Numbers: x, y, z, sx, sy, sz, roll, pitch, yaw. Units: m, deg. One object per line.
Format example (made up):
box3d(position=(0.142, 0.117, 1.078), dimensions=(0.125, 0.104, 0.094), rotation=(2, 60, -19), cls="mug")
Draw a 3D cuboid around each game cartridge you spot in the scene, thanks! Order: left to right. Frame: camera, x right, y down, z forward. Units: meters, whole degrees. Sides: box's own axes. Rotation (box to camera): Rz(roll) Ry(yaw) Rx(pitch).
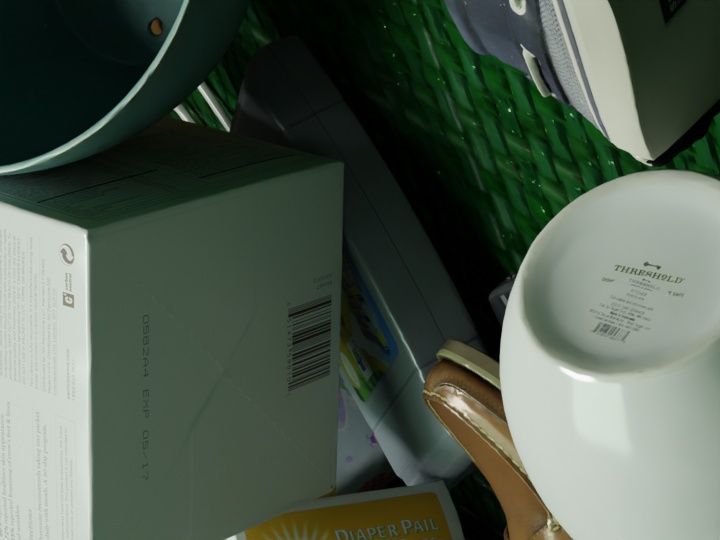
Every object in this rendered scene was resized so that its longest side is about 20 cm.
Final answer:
box3d(position=(0.000, 0.000, 1.037), dimensions=(0.201, 0.040, 0.133), rotation=(60, 161, 11), cls="game cartridge")

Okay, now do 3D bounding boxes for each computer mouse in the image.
box3d(position=(0.073, 0.026, 0.966), dimensions=(0.059, 0.034, 0.200), rotation=(59, 168, -2), cls="computer mouse")

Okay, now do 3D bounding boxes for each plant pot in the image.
box3d(position=(-0.119, -0.137, 0.944), dimensions=(0.200, 0.200, 0.135), rotation=(49, -162, 16), cls="plant pot")

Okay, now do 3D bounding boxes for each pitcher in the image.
box3d(position=(0.141, 0.065, 0.748), dimensions=(0.171, 0.122, 0.200), rotation=(11, 148, 36), cls="pitcher")

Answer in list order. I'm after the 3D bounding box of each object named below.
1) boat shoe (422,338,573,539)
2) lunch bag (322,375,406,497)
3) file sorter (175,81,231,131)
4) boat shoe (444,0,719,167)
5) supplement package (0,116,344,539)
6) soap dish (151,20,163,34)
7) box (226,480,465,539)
box3d(position=(0.091, 0.116, 0.942), dimensions=(0.200, 0.068, 0.072), rotation=(44, 173, -2), cls="boat shoe")
box3d(position=(-0.058, 0.107, 1.204), dimensions=(0.127, 0.169, 0.200), rotation=(54, 159, 8), cls="lunch bag")
box3d(position=(-0.126, -0.006, 1.228), dimensions=(0.125, 0.138, 0.200), rotation=(55, 162, 8), cls="file sorter")
box3d(position=(0.052, -0.119, 0.673), dimensions=(0.093, 0.075, 0.201), rotation=(32, 153, 34), cls="boat shoe")
box3d(position=(-0.129, 0.018, 0.992), dimensions=(0.199, 0.150, 0.153), rotation=(16, 113, 38), cls="supplement package")
box3d(position=(-0.170, -0.177, 1.120), dimensions=(0.157, 0.081, 0.201), rotation=(28, 147, 55), cls="soap dish")
box3d(position=(-0.028, 0.188, 1.067), dimensions=(0.200, 0.112, 0.102), rotation=(-56, 46, 53), cls="box")
